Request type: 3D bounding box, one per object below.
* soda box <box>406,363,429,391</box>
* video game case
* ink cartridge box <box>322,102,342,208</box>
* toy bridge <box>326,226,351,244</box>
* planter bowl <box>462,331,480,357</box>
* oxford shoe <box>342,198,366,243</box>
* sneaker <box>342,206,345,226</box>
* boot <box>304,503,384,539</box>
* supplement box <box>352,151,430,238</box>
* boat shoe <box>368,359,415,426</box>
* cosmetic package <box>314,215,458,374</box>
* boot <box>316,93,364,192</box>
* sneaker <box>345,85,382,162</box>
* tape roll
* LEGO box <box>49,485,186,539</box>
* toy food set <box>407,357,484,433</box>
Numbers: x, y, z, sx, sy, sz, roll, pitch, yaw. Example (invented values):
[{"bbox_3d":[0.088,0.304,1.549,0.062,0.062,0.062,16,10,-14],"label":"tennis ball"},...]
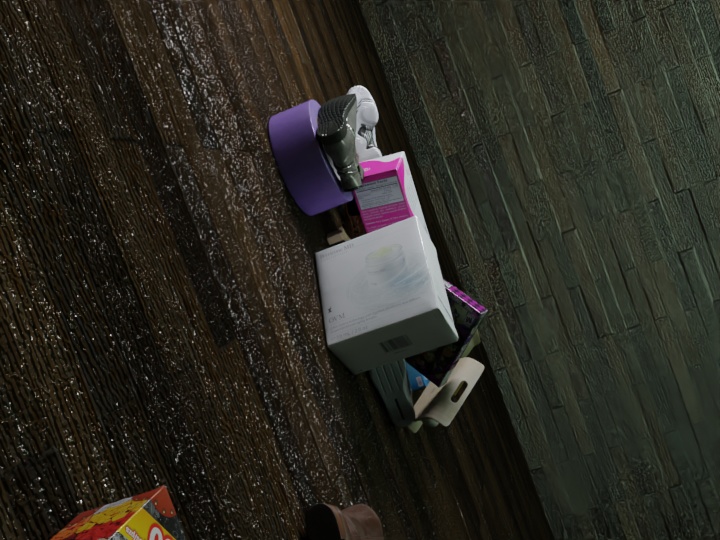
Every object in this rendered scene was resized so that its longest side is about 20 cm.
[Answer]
[{"bbox_3d":[0.088,0.163,1.634,0.068,0.064,0.201,18,54,-74],"label":"soda box"},{"bbox_3d":[0.117,0.092,1.431,0.200,0.182,0.036,37,29,21],"label":"video game case"},{"bbox_3d":[-0.041,-0.243,1.604,0.200,0.043,0.174,116,-44,-79],"label":"ink cartridge box"},{"bbox_3d":[0.000,0.000,1.503,0.027,0.067,0.200,-82,150,-64],"label":"toy bridge"},{"bbox_3d":[0.187,0.126,1.693,0.200,0.134,0.201,-19,90,-88],"label":"planter bowl"},{"bbox_3d":[-0.008,-0.081,1.535,0.071,0.071,0.201,28,56,-79],"label":"oxford shoe"},{"bbox_3d":[-0.001,-0.066,1.619,0.100,0.069,0.200,44,24,-48],"label":"sneaker"},{"bbox_3d":[-0.002,0.386,0.956,0.200,0.064,0.187,53,23,-65],"label":"boot"},{"bbox_3d":[0.062,-0.117,1.491,0.101,0.103,0.200,-67,143,-60],"label":"supplement box"},{"bbox_3d":[0.057,0.207,1.459,0.071,0.072,0.200,-100,177,-66],"label":"boat shoe"},{"bbox_3d":[0.042,0.042,1.314,0.123,0.199,0.200,54,20,-50],"label":"cosmetic package"},{"bbox_3d":[-0.029,-0.235,1.395,0.200,0.068,0.131,-79,152,-53],"label":"boot"},{"bbox_3d":[-0.003,-0.295,1.637,0.115,0.075,0.201,-142,-139,-75],"label":"sneaker"},{"bbox_3d":[-0.089,-0.209,1.410,0.200,0.085,0.201,-19,90,-78],"label":"tape roll"},{"bbox_3d":[-0.149,0.264,0.474,0.149,0.077,0.200,-40,110,-77],"label":"LEGO box"},{"bbox_3d":[0.168,0.256,1.501,0.060,0.144,0.200,38,-21,-3],"label":"toy food set"}]
